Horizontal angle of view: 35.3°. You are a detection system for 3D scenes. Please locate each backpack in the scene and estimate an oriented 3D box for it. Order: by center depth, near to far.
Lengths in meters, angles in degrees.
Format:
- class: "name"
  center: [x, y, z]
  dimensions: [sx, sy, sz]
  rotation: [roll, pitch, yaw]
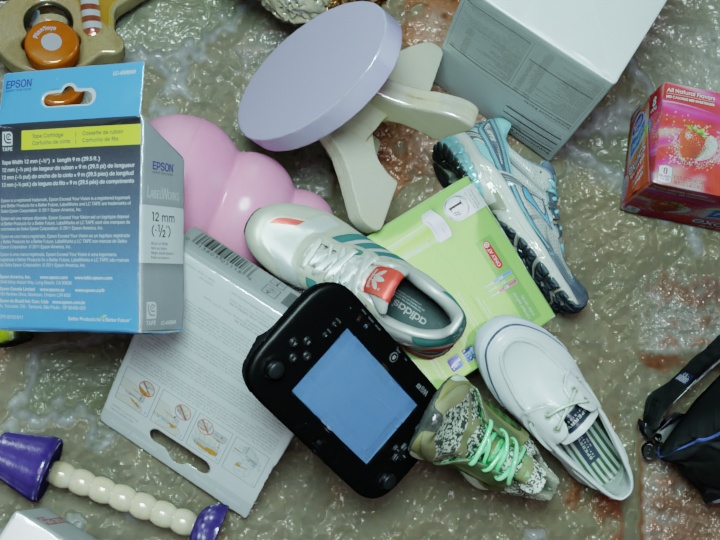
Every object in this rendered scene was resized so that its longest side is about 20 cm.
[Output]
- class: "backpack"
  center: [0.367, 0.114, 0.961]
  dimensions: [0.154, 0.200, 0.191]
  rotation: [42, 71, -1]

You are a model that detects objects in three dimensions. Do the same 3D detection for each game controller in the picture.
- class: "game controller"
  center: [-0.007, 0.095, 0.867]
  dimensions: [0.104, 0.042, 0.200]
  rotation: [-42, 129, -2]

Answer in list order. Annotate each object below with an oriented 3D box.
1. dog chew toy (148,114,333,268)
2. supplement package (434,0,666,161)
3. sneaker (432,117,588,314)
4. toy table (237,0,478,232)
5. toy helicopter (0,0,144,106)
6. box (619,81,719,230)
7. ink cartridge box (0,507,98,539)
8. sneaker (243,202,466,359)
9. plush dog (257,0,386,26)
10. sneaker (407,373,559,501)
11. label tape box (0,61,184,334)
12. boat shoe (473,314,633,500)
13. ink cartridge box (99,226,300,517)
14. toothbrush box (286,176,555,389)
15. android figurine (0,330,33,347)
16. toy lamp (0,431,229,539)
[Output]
- class: "dog chew toy"
  center: [-0.112, -0.054, 0.979]
  dimensions: [0.199, 0.124, 0.125]
  rotation: [22, 77, -10]
- class: "supplement package"
  center: [0.181, -0.239, 1.001]
  dimensions: [0.147, 0.200, 0.192]
  rotation: [34, 76, 2]
- class: "sneaker"
  center: [0.154, -0.055, 1.025]
  dimensions: [0.086, 0.078, 0.201]
  rotation: [-33, 84, -15]
- class: "toy table"
  center: [-0.003, -0.139, 0.957]
  dimensions: [0.117, 0.199, 0.185]
  rotation: [32, 79, -30]
- class: "toy helicopter"
  center: [-0.248, -0.247, 1.035]
  dimensions: [0.199, 0.079, 0.132]
  rotation: [-36, 75, -22]
- class: "box"
  center: [0.351, -0.095, 1.042]
  dimensions: [0.198, 0.096, 0.101]
  rotation: [12, 77, -3]
- class: "ink cartridge box"
  center: [-0.213, 0.297, 0.877]
  dimensions: [0.199, 0.147, 0.145]
  rotation: [32, 77, 1]
- class: "sneaker"
  center: [0.000, 0.001, 0.898]
  dimensions: [0.199, 0.093, 0.071]
  rotation: [32, 78, -2]
- class: "plush dog"
  center: [-0.035, -0.296, 1.012]
  dimensions: [0.198, 0.161, 0.173]
  rotation: [14, 71, 23]
- class: "sneaker"
  center: [0.110, 0.143, 0.912]
  dimensions: [0.088, 0.200, 0.077]
  rotation: [24, 85, 34]
- class: "label tape box"
  center: [-0.210, -0.053, 0.880]
  dimensions: [0.142, 0.066, 0.202]
  rotation: [0, 88, 25]
- class: "boat shoe"
  center: [0.173, 0.115, 0.950]
  dimensions: [0.074, 0.067, 0.200]
  rotation: [-46, 116, -3]
- class: "ink cartridge box"
  center: [-0.115, 0.088, 0.943]
  dimensions: [0.161, 0.201, 0.050]
  rotation: [32, 32, 6]
- class: "toothbrush box"
  center: [0.044, 0.036, 0.989]
  dimensions: [0.199, 0.086, 0.146]
  rotation: [-32, 85, -12]
- class: "android figurine"
  center: [-0.294, -0.042, 0.968]
  dimensions: [0.181, 0.041, 0.202]
  rotation: [-17, 82, 17]
- class: "toy lamp"
  center: [-0.212, 0.187, 0.947]
  dimensions: [0.199, 0.058, 0.059]
  rotation: [22, 77, 0]
